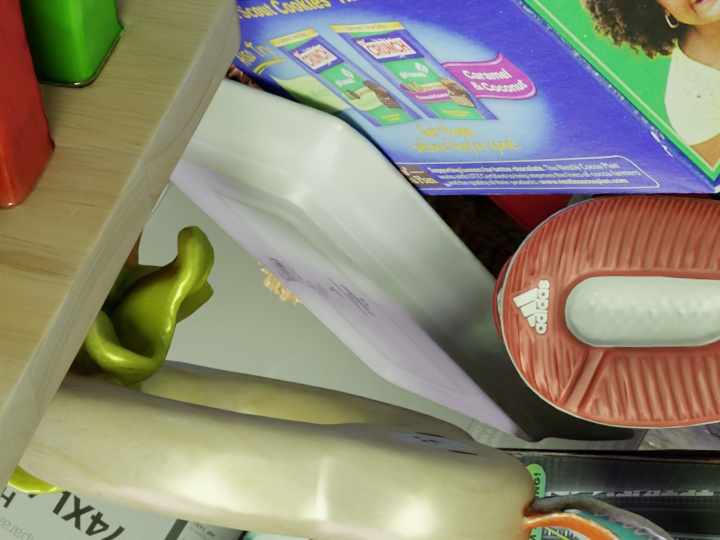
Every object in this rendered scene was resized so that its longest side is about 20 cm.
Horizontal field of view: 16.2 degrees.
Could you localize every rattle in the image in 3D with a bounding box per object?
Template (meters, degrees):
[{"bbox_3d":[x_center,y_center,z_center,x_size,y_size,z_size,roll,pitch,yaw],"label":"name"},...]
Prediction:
[{"bbox_3d":[0.008,0.011,0.638,0.199,0.144,0.130,9,165,34],"label":"rattle"}]

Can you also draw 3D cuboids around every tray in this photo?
[{"bbox_3d":[0.000,0.000,0.761,0.107,0.022,0.200,23,165,39],"label":"tray"}]

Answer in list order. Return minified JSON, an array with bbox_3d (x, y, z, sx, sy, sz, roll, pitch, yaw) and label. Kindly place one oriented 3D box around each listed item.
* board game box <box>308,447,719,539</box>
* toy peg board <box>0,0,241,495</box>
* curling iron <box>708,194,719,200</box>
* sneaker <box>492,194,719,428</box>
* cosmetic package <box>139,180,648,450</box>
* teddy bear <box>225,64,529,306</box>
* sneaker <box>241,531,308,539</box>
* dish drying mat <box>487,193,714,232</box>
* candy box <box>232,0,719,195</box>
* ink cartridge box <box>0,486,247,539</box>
[{"bbox_3d":[0.108,0.082,0.751,0.164,0.057,0.199,-2,175,38],"label":"board game box"},{"bbox_3d":[-0.155,-0.041,0.557,0.198,0.200,0.098,9,137,17],"label":"toy peg board"},{"bbox_3d":[0.034,-0.057,0.748,0.199,0.026,0.050,34,-177,-12],"label":"curling iron"},{"bbox_3d":[0.131,0.010,0.678,0.198,0.079,0.116,11,-177,-5],"label":"sneaker"},{"bbox_3d":[0.003,0.037,0.939,0.199,0.107,0.090,33,163,5],"label":"cosmetic package"},{"bbox_3d":[-0.002,-0.026,0.836,0.200,0.067,0.145,42,157,-29],"label":"teddy bear"},{"bbox_3d":[0.023,0.140,0.986,0.140,0.200,0.078,46,160,12],"label":"sneaker"},{"bbox_3d":[0.108,0.010,0.777,0.076,0.018,0.200,3,153,44],"label":"dish drying mat"},{"bbox_3d":[-0.007,-0.105,0.612,0.200,0.077,0.169,39,164,-23],"label":"candy box"},{"bbox_3d":[-0.096,0.090,1.093,0.146,0.201,0.146,34,163,-7],"label":"ink cartridge box"}]
